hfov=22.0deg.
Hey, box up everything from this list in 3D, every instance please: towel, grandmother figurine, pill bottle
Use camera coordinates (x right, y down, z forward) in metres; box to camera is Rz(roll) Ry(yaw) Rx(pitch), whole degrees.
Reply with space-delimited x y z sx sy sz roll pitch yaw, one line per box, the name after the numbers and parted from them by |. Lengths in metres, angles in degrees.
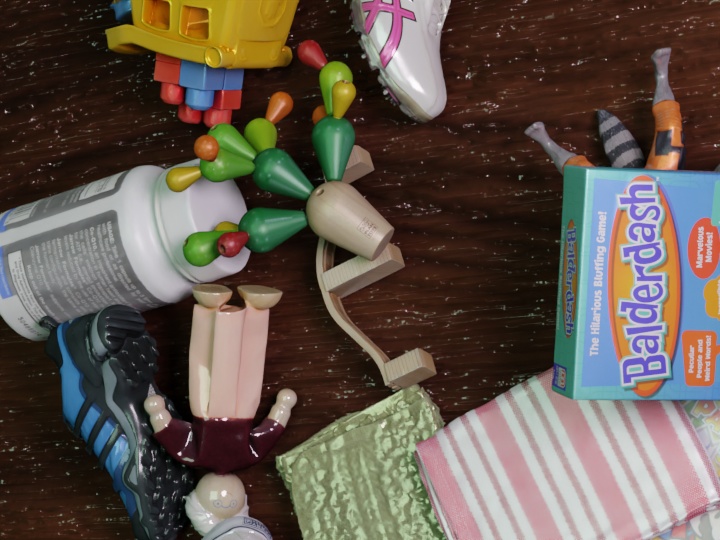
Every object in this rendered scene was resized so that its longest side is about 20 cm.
0.025 0.201 1.402 0.147 0.036 0.202 -27 70 20 | towel
-0.110 0.114 1.451 0.120 0.061 0.203 2 98 -4 | grandmother figurine
-0.196 -0.019 1.501 0.198 0.114 0.115 -15 76 24 | pill bottle
0.147 0.146 1.325 0.199 0.030 0.147 -30 68 14 | towel

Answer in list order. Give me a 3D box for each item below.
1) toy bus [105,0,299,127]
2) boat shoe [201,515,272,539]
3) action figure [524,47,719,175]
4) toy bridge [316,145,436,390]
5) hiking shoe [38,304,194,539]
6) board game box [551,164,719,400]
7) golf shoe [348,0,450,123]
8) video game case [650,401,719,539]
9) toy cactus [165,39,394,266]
-0.146 -0.219 1.509 0.198 0.135 0.194 18 107 30 | toy bus
-0.137 0.286 1.430 0.074 0.086 0.202 39 107 -19 | boat shoe
0.238 -0.057 1.318 0.199 0.105 0.195 -27 77 -5 | action figure
0.000 0.000 1.438 0.067 0.027 0.202 -26 65 21 | toy bridge
-0.193 0.126 1.489 0.086 0.074 0.202 -8 99 34 | hiking shoe
0.231 0.009 1.238 0.198 0.045 0.154 1 96 -14 | board game box
0.037 -0.215 1.435 0.091 0.072 0.202 -22 73 21 | golf shoe
0.263 0.189 1.290 0.182 0.023 0.201 -44 66 15 | video game case
-0.046 -0.072 1.409 0.164 0.103 0.200 34 65 11 | toy cactus
